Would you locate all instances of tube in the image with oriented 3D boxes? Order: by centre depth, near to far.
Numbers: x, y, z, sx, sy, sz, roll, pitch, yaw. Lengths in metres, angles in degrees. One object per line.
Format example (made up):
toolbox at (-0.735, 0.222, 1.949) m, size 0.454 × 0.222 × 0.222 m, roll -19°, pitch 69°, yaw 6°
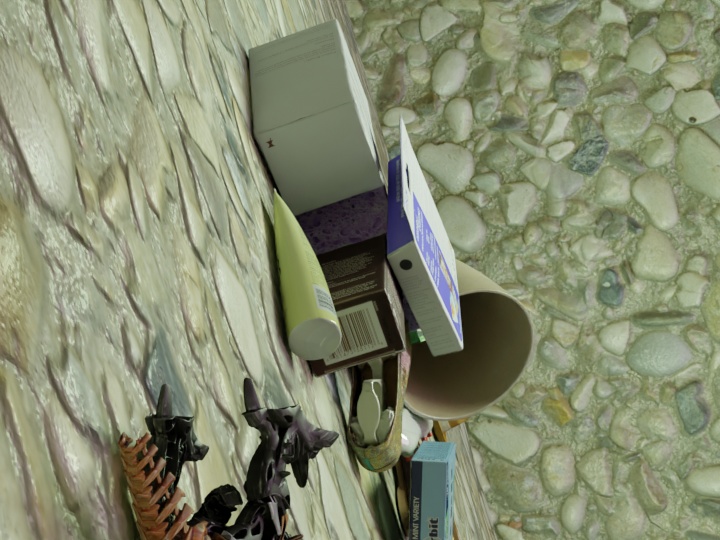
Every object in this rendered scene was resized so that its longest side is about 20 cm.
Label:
tube at (-0.059, 0.005, 1.350) m, size 0.201 × 0.051 × 0.058 m, roll -105°, pitch -146°, yaw -51°

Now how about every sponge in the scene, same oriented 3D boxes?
sponge at (-0.004, -0.015, 1.585) m, size 0.030 × 0.111 × 0.202 m, roll -2°, pitch 74°, yaw -82°

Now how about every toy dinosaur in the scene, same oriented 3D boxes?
toy dinosaur at (-0.067, 0.132, 0.675) m, size 0.201 × 0.101 × 0.137 m, roll 102°, pitch -4°, yaw -55°

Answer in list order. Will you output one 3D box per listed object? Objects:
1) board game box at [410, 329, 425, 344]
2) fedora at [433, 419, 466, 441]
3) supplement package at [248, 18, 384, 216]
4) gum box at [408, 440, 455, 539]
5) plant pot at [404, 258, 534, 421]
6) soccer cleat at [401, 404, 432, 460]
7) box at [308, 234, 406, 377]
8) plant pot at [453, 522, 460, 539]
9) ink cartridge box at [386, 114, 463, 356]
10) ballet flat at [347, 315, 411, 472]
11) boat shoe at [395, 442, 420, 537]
board game box at (0.000, 0.000, 1.626) m, size 0.023 × 0.104 × 0.202 m, roll -15°, pitch 88°, yaw -66°
fedora at (0.165, 0.238, 2.618) m, size 0.201 × 0.081 × 0.202 m, roll -18°, pitch 90°, yaw -84°
supplement package at (-0.053, -0.175, 1.569) m, size 0.201 × 0.116 × 0.118 m, roll -99°, pitch 170°, yaw -54°
gum box at (0.082, 0.292, 1.594) m, size 0.200 × 0.044 × 0.172 m, roll 12°, pitch 80°, yaw -83°
plant pot at (0.093, 0.055, 1.753) m, size 0.200 × 0.186 × 0.188 m, roll 55°, pitch -10°, yaw 53°
soccer cleat at (0.048, 0.188, 1.735) m, size 0.200 × 0.069 × 0.078 m, roll -31°, pitch 100°, yaw -81°
box at (-0.010, 0.033, 1.453) m, size 0.200 × 0.099 × 0.076 m, roll -88°, pitch 159°, yaw -71°
plant pot at (0.134, 0.415, 2.072) m, size 0.200 × 0.027 × 0.202 m, roll -18°, pitch 90°, yaw -85°
ink cartridge box at (0.062, -0.040, 1.545) m, size 0.199 × 0.043 × 0.201 m, roll -89°, pitch 160°, yaw -56°
ballet flat at (0.017, 0.115, 1.502) m, size 0.071 × 0.070 × 0.202 m, roll 60°, pitch 30°, yaw -65°
boat shoe at (0.082, 0.271, 1.790) m, size 0.200 × 0.070 × 0.071 m, roll -99°, pitch 169°, yaw -62°
